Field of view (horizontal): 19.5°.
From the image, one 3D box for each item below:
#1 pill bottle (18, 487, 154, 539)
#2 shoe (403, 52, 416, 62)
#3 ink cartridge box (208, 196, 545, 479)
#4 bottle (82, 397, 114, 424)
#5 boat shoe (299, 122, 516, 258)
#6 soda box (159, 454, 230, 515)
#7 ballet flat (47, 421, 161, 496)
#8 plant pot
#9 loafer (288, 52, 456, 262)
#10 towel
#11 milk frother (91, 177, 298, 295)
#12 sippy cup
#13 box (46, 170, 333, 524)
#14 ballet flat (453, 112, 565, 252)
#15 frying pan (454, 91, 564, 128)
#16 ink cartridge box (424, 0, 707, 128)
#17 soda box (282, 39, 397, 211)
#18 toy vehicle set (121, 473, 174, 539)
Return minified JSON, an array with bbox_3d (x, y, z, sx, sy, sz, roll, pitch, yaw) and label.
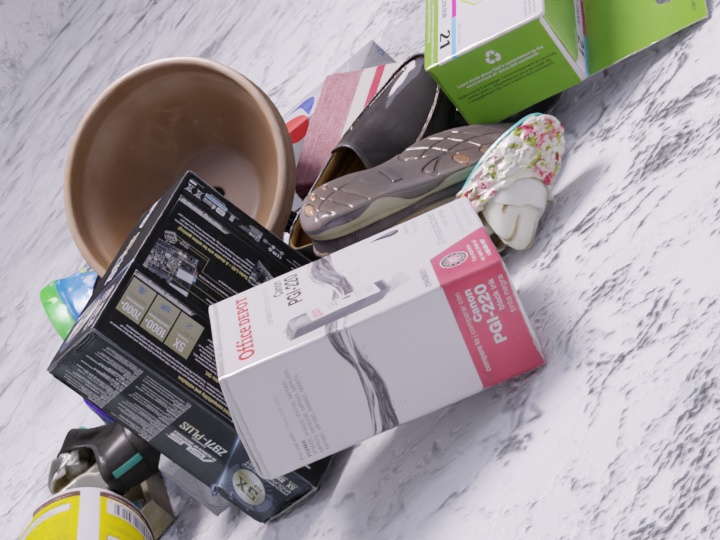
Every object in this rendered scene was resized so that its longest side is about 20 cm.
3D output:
[{"bbox_3d":[-0.204,0.248,1.549,0.109,0.109,0.200,-46,17,10],"label":"pill bottle"},{"bbox_3d":[0.008,-0.107,1.862,0.200,0.053,0.070,-52,17,-9],"label":"shoe"},{"bbox_3d":[0.006,0.043,1.388,0.200,0.085,0.146,-25,20,2],"label":"ink cartridge box"},{"bbox_3d":[-0.189,0.101,1.736,0.065,0.083,0.200,-59,-10,-11],"label":"bottle"},{"bbox_3d":[0.052,-0.051,1.557,0.199,0.073,0.075,-20,28,-9],"label":"boat shoe"},{"bbox_3d":[-0.106,0.103,1.661,0.068,0.063,0.200,-42,19,20],"label":"soda box"},{"bbox_3d":[-0.218,0.160,1.702,0.068,0.068,0.200,-44,5,-24],"label":"ballet flat"},{"bbox_3d":[-0.135,-0.068,1.713,0.201,0.201,0.093,-46,-21,10],"label":"plant pot"},{"bbox_3d":[0.011,-0.081,1.595,0.073,0.072,0.200,22,83,29],"label":"loafer"},{"bbox_3d":[0.049,-0.123,1.698,0.199,0.023,0.144,-7,44,24],"label":"towel"},{"bbox_3d":[-0.106,-0.014,1.854,0.188,0.199,0.181,-57,-16,-59],"label":"milk frother"},{"bbox_3d":[-0.217,0.034,2.019,0.130,0.140,0.178,-37,43,3],"label":"sippy cup"},{"bbox_3d":[-0.098,0.056,1.525,0.086,0.200,0.164,-38,20,50],"label":"box"},{"bbox_3d":[0.086,-0.021,1.500,0.200,0.076,0.064,-49,48,16],"label":"ballet flat"},{"bbox_3d":[0.137,-0.165,1.657,0.190,0.031,0.115,-37,40,-6],"label":"frying pan"},{"bbox_3d":[0.152,-0.214,1.586,0.200,0.076,0.148,-26,37,24],"label":"ink cartridge box"},{"bbox_3d":[-0.037,-0.129,1.996,0.200,0.068,0.064,-37,22,34],"label":"soda box"},{"bbox_3d":[-0.219,0.217,1.788,0.124,0.027,0.200,-49,17,2],"label":"toy vehicle set"}]
